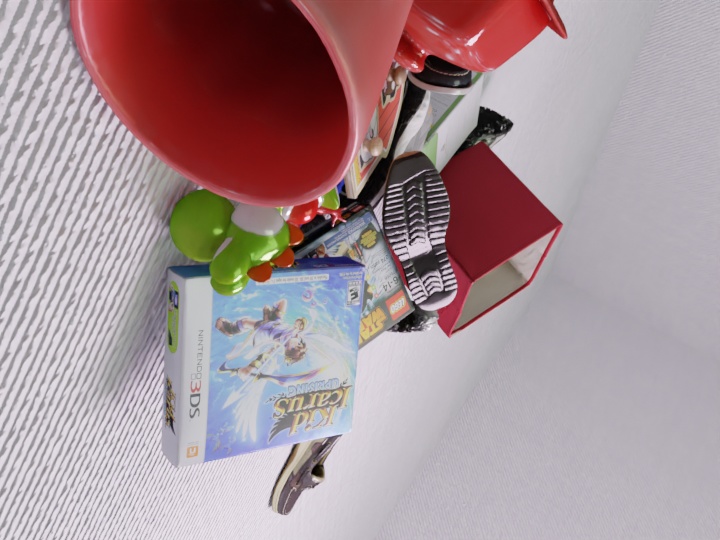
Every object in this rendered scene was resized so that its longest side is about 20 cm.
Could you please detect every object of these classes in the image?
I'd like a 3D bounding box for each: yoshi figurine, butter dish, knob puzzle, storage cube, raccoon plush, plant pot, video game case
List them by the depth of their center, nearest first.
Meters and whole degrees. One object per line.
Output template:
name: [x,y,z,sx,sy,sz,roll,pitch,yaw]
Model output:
plant pot: [-0.053,-0.172,0.516,0.201,0.198,0.178,94,21,-53]
yoshi figurine: [-0.098,-0.073,0.703,0.113,0.111,0.201,58,46,-37]
butter dish: [0.084,-0.260,0.771,0.148,0.200,0.199,-49,165,17]
video game case: [-0.091,0.084,0.777,0.198,0.045,0.184,-4,107,-34]
knob puzzle: [0.024,-0.203,0.830,0.219,0.030,0.223,10,90,-70]
raccoon plush: [0.000,0.000,0.948,0.198,0.097,0.136,-2,105,-29]
storage cube: [0.156,-0.046,1.171,0.199,0.180,0.172,-31,157,-22]

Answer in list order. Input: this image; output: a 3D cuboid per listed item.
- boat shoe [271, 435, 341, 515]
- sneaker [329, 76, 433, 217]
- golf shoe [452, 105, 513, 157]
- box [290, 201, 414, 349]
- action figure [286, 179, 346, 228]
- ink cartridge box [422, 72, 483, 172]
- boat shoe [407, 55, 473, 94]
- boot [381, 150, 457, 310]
boat shoe: [-0.091,0.342,1.353,0.073,0.064,0.202,-22,139,-65]
sneaker: [0.032,-0.132,0.949,0.201,0.073,0.079,-58,148,-11]
golf shoe: [0.166,-0.196,1.257,0.199,0.078,0.095,-31,150,-39]
box: [-0.047,0.035,0.854,0.199,0.040,0.138,-34,114,-22]
action figure: [-0.052,-0.072,0.819,0.200,0.065,0.052,-43,132,-57]
ink cartridge box: [0.091,-0.182,1.081,0.201,0.059,0.104,-52,160,-26]
boat shoe: [0.091,-0.251,0.894,0.201,0.075,0.061,-95,-167,-59]
boot: [0.054,-0.070,0.930,0.139,0.076,0.202,-108,-173,-53]
